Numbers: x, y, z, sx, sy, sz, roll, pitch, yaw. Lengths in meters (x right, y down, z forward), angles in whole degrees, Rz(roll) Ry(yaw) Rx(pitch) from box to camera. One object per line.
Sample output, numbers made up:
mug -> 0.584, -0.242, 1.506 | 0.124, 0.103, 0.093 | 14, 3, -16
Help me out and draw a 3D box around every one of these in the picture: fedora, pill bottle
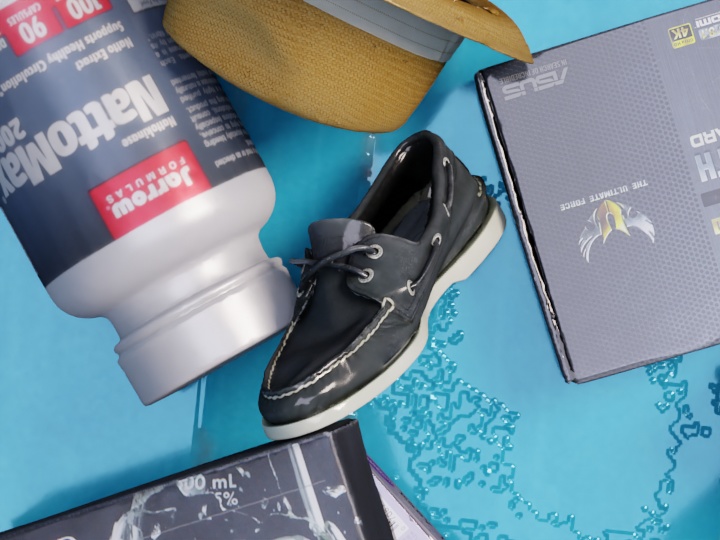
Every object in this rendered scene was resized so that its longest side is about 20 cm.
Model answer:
fedora -> -0.022, -0.117, 1.049 | 0.200, 0.201, 0.082 | 28, 101, 3
pill bottle -> -0.109, -0.045, 1.083 | 0.119, 0.120, 0.200 | -30, 89, 3

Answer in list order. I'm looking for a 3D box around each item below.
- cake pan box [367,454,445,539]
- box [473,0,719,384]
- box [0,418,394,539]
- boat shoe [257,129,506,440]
cake pan box -> -0.011, 0.209, 1.113 | 0.184, 0.052, 0.200 | -43, 88, 0
box -> 0.170, -0.048, 1.101 | 0.200, 0.051, 0.158 | -16, 90, 4
box -> -0.069, 0.190, 1.033 | 0.200, 0.124, 0.197 | -19, 86, 4
boat shoe -> 0.002, -0.001, 1.044 | 0.074, 0.199, 0.066 | -9, 116, 40
